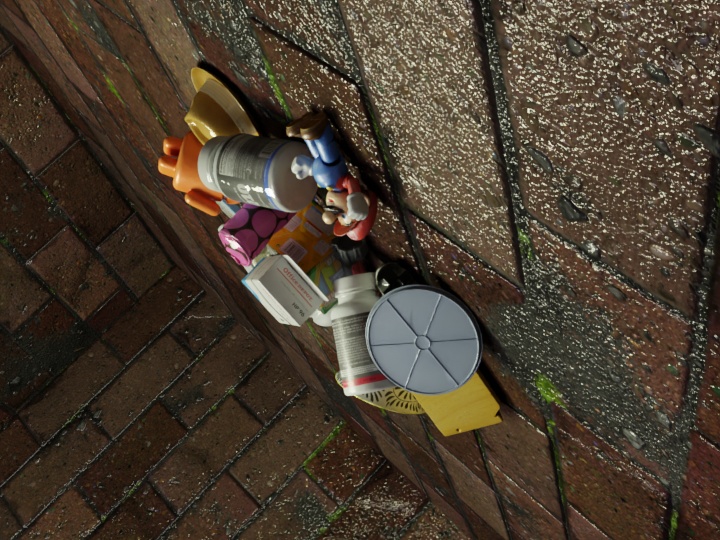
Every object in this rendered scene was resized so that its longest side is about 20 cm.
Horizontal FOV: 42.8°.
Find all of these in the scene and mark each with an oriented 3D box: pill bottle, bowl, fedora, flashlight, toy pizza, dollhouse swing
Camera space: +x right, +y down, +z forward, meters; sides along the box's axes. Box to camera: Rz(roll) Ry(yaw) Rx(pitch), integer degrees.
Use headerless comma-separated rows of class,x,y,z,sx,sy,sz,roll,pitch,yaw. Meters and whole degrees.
pill bottle,0.007,0.111,1.613,0.111,0.109,0.204,148,112,-76
bowl,0.058,0.200,1.831,0.197,0.096,0.201,19,-170,-3
fedora,-0.259,-0.270,1.653,0.200,0.082,0.201,44,166,14
flashlight,0.000,0.000,1.692,0.067,0.068,0.201,33,156,26
toy pizza,0.105,0.112,1.513,0.201,0.200,0.032,48,-152,-6
dollhouse swing,0.164,0.173,1.732,0.180,0.177,0.201,-20,122,29
pill bottle,-0.173,-0.167,1.533,0.198,0.114,0.114,14,149,39

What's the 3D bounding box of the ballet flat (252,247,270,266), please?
ballet flat,-0.189,-0.039,1.855,0.074,0.074,0.201,41,143,19

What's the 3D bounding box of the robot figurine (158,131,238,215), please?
robot figurine,-0.283,-0.192,1.749,0.196,0.145,0.118,14,130,-11

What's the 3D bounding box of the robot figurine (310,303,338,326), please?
robot figurine,-0.089,0.036,1.943,0.200,0.113,0.170,46,-178,5

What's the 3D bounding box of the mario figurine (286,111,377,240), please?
mario figurine,-0.048,-0.126,1.365,0.202,0.105,0.124,61,-164,-23

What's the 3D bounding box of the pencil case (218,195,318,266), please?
pencil case,-0.164,-0.095,1.618,0.090,0.200,0.094,39,151,6

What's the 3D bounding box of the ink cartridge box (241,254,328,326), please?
ink cartridge box,-0.139,0.036,1.672,0.116,0.068,0.200,47,166,-11

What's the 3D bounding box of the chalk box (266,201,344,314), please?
chalk box,-0.079,-0.014,1.759,0.124,0.124,0.201,38,165,27

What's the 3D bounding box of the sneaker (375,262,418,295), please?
sneaker,0.097,0.068,1.583,0.201,0.074,0.088,54,175,-5

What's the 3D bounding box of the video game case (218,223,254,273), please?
video game case,-0.202,-0.027,2.019,0.201,0.022,0.182,53,-153,11

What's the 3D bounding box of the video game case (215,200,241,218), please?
video game case,-0.254,-0.114,1.892,0.143,0.018,0.200,43,173,13
